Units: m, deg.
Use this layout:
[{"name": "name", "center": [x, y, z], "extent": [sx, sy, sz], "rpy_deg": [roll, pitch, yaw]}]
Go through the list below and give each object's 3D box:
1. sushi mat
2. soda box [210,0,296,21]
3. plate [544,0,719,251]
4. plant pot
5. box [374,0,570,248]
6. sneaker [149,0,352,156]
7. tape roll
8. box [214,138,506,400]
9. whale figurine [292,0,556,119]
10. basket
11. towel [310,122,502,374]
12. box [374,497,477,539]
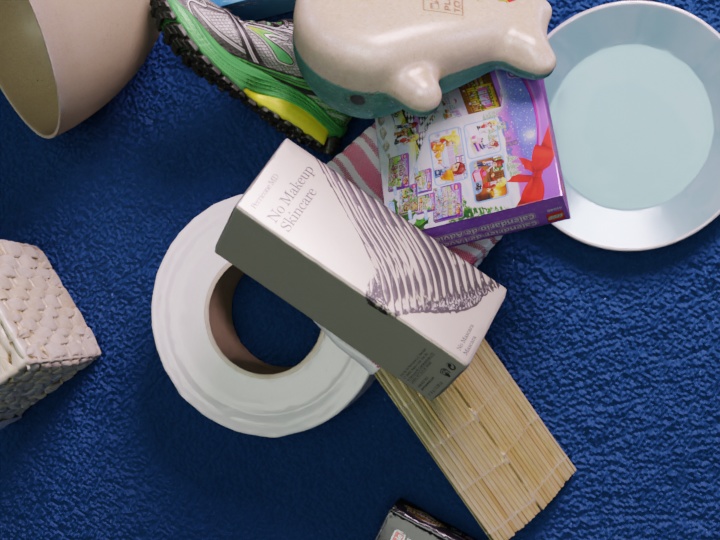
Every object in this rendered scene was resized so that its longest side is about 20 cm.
[{"name": "sushi mat", "center": [0.089, 0.116, 0.971], "extent": [0.095, 0.012, 0.201], "rpy_deg": [-38, 98, -20]}, {"name": "soda box", "center": [-0.032, -0.262, 0.996], "extent": [0.198, 0.068, 0.065], "rpy_deg": [-11, 87, 11]}, {"name": "plate", "center": [0.218, -0.116, 0.975], "extent": [0.198, 0.026, 0.202], "rpy_deg": [0, 90, 10]}, {"name": "plant pot", "center": [-0.238, -0.227, 0.992], "extent": [0.134, 0.200, 0.201], "rpy_deg": [-27, 85, -26]}, {"name": "box", "center": [0.081, -0.117, 0.946], "extent": [0.136, 0.039, 0.202], "rpy_deg": [-13, 60, 14]}, {"name": "sneaker", "center": [-0.085, -0.180, 0.984], "extent": [0.199, 0.078, 0.086], "rpy_deg": [32, 86, -28]}, {"name": "tape roll", "center": [-0.071, 0.034, 1.009], "extent": [0.200, 0.071, 0.205], "rpy_deg": [0, 91, 11]}, {"name": "box", "center": [0.000, 0.000, 0.874], "extent": [0.199, 0.068, 0.082], "rpy_deg": [34, 56, -3]}, {"name": "whale figurine", "center": [0.047, -0.171, 0.919], "extent": [0.198, 0.104, 0.160], "rpy_deg": [3, 56, -4]}, {"name": "basket", "center": [-0.318, 0.053, 0.994], "extent": [0.123, 0.200, 0.136], "rpy_deg": [-33, 86, 3]}, {"name": "towel", "center": [0.018, -0.030, 0.951], "extent": [0.146, 0.030, 0.200], "rpy_deg": [43, 55, 4]}, {"name": "box", "center": [0.072, 0.326, 1.000], "extent": [0.197, 0.050, 0.201], "rpy_deg": [28, 95, 8]}]
